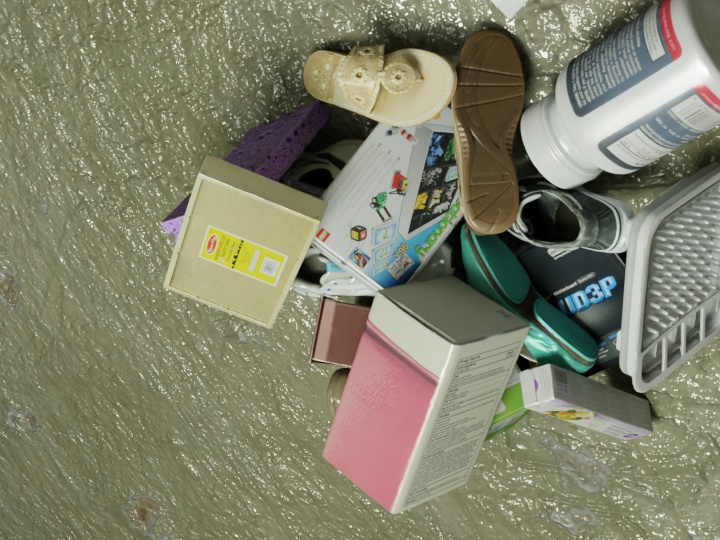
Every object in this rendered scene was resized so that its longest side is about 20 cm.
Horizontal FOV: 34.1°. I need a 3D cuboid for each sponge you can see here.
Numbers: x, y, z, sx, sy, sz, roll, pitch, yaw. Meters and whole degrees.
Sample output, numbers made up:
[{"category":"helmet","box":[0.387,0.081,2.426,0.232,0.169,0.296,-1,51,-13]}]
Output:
[{"category":"sponge","box":[-0.120,-0.108,1.259,0.111,0.200,0.030,-16,116,38]}]

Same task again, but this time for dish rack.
[{"category":"dish rack","box":[0.299,0.000,1.114,0.044,0.172,0.200,28,134,39]}]

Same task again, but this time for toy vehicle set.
[{"category":"toy vehicle set","box":[-0.120,-0.023,1.177,0.124,0.027,0.200,22,142,-5]}]

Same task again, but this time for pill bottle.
[{"category":"pill bottle","box":[0.247,-0.157,1.059,0.200,0.120,0.120,-30,102,41]}]

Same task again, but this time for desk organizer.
[{"category":"desk organizer","box":[0.004,0.076,1.309,0.077,0.200,0.072,10,86,9]}]

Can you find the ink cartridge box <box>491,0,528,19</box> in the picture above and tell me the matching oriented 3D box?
[{"category":"ink cartridge box","box":[0.137,-0.353,1.041,0.174,0.044,0.200,44,132,-3]}]

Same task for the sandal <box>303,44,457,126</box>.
[{"category":"sandal","box":[-0.004,-0.188,1.170,0.212,0.070,0.078,17,103,47]}]

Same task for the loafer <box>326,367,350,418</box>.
[{"category":"loafer","box":[0.041,0.163,1.389,0.067,0.076,0.200,-11,153,41]}]

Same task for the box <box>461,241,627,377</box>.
[{"category":"box","box":[0.221,0.035,1.254,0.200,0.046,0.159,-31,102,41]}]

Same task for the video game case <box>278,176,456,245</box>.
[{"category":"video game case","box":[-0.013,-0.030,1.297,0.200,0.019,0.143,18,146,-12]}]

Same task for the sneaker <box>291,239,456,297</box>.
[{"category":"sneaker","box":[0.000,0.000,1.229,0.200,0.087,0.075,-6,88,19]}]

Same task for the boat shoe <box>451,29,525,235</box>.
[{"category":"boat shoe","box":[0.121,-0.133,1.155,0.072,0.072,0.200,-2,86,-7]}]

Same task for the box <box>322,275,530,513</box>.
[{"category":"box","box":[0.063,0.121,1.173,0.109,0.128,0.200,34,118,33]}]

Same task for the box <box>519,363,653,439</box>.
[{"category":"box","box":[0.241,0.140,1.237,0.039,0.041,0.200,-21,151,37]}]

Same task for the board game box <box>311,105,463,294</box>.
[{"category":"board game box","box":[0.044,-0.079,1.195,0.126,0.200,0.035,38,169,4]}]

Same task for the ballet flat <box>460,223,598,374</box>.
[{"category":"ballet flat","box":[0.158,0.040,1.218,0.200,0.067,0.070,46,126,-5]}]

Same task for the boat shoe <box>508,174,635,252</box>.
[{"category":"boat shoe","box":[0.182,-0.059,1.146,0.200,0.071,0.072,16,100,62]}]

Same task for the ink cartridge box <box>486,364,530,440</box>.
[{"category":"ink cartridge box","box":[0.103,0.091,1.313,0.200,0.076,0.148,63,166,14]}]

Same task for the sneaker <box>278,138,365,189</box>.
[{"category":"sneaker","box":[-0.072,-0.093,1.316,0.200,0.088,0.076,-16,112,39]}]
